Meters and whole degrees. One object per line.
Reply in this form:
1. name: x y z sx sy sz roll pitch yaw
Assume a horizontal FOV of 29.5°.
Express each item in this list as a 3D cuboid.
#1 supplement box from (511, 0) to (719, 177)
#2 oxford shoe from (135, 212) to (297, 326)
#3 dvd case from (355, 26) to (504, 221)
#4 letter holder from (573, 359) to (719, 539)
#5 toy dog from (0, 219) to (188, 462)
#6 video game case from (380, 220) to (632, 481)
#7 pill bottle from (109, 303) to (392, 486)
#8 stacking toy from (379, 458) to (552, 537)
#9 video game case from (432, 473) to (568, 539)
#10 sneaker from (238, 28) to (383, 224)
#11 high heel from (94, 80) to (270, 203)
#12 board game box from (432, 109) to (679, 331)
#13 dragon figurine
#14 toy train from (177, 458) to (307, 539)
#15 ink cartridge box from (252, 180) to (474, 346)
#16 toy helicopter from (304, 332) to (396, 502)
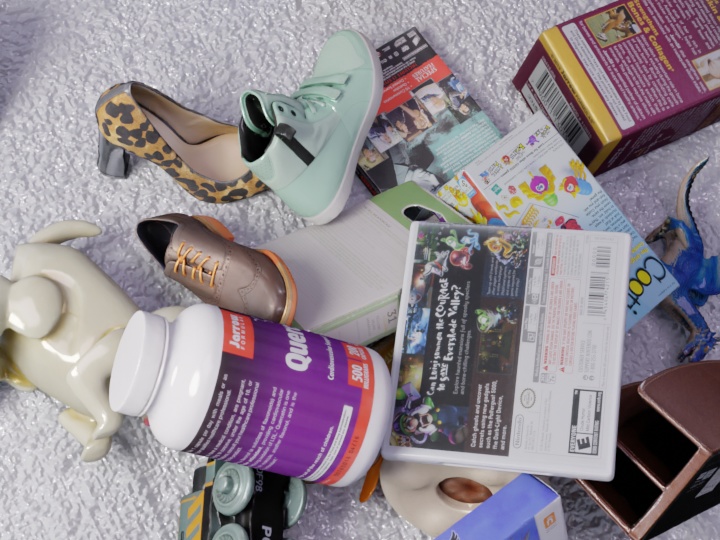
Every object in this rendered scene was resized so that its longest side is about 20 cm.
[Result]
1. supplement box: 0.272 -0.191 1.341 0.199 0.103 0.131 -23 75 -19
2. oxford shoe: -0.123 0.004 1.141 0.073 0.200 0.072 11 101 -39
3. dvd case: 0.056 -0.124 1.313 0.146 0.022 0.200 -34 78 -22
4. letter holder: 0.253 0.126 1.151 0.142 0.101 0.200 45 27 26
5. toy dog: -0.207 0.066 1.134 0.199 0.140 0.194 19 48 -6
6. video game case: 0.117 0.060 1.089 0.181 0.023 0.201 4 71 13
7. pill bottle: -0.084 0.092 1.043 0.199 0.112 0.113 17 65 -22
8. stacking toy: 0.104 0.123 1.188 0.146 0.146 0.200 20 48 -4
9. video game case: 0.085 0.284 1.079 0.200 0.182 0.045 -33 38 -22
10. sneaker: -0.047 -0.155 1.221 0.118 0.074 0.201 36 54 -41
11. high heel: -0.133 -0.118 1.202 0.199 0.143 0.072 1 68 -12
12. board game box: 0.171 -0.024 1.241 0.105 0.103 0.200 -37 87 -22
13. dragon figurine: 0.319 -0.003 1.302 0.099 0.059 0.200 27 66 -1
14. toy train: -0.104 0.236 1.087 0.085 0.114 0.201 23 57 -40
15. ink cartridge box: 0.000 0.000 1.195 0.199 0.048 0.145 -23 36 -22
16. toy helicopter: 0.003 0.106 1.178 0.200 0.079 0.132 -42 98 -16
